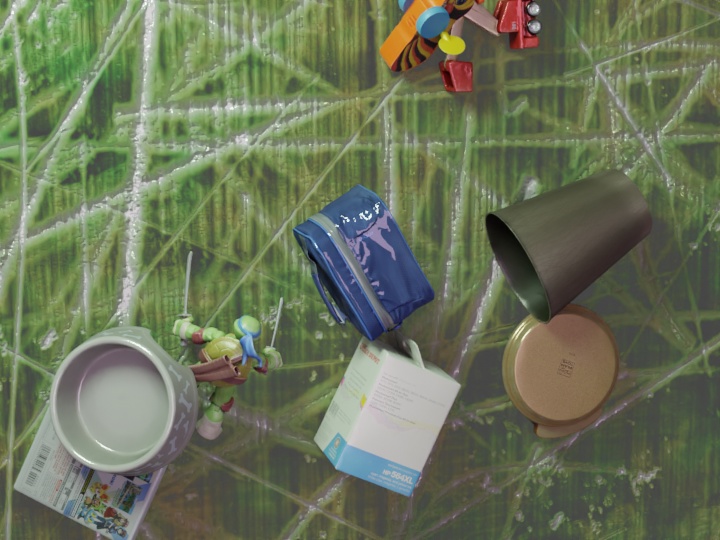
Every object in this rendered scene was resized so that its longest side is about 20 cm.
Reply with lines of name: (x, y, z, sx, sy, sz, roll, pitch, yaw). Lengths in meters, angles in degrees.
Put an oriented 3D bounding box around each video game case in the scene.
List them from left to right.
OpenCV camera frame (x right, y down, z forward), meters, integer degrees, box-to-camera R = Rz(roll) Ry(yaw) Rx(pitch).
video game case: (-0.349, 0.243, 1.650, 0.182, 0.022, 0.201, 25, 93, 8)

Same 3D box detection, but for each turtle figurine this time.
turtle figurine: (-0.189, 0.118, 1.684, 0.144, 0.200, 0.194, 16, 117, -39)

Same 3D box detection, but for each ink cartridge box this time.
ink cartridge box: (0.042, 0.191, 1.731, 0.125, 0.129, 0.201, 25, 93, -18)

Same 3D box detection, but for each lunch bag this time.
lunch bag: (0.000, 0.000, 1.681, 0.132, 0.136, 0.200, -32, 108, -7)

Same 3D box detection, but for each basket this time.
basket: (0.307, -0.050, 1.762, 0.200, 0.136, 0.181, -29, 101, -12)

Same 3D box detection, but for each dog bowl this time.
dog bowl: (-0.314, 0.173, 1.599, 0.199, 0.059, 0.201, 0, 90, 13)

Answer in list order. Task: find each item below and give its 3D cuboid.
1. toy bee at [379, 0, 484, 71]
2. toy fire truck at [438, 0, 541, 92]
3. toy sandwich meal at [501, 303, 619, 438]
toy bee: (0.113, -0.348, 1.649, 0.108, 0.200, 0.131, -6, 73, -36)
toy fire truck: (0.179, -0.354, 1.711, 0.140, 0.049, 0.201, -7, 101, -13)
toy sandwich meal: (0.296, 0.145, 1.829, 0.204, 0.070, 0.206, -1, 96, -12)
